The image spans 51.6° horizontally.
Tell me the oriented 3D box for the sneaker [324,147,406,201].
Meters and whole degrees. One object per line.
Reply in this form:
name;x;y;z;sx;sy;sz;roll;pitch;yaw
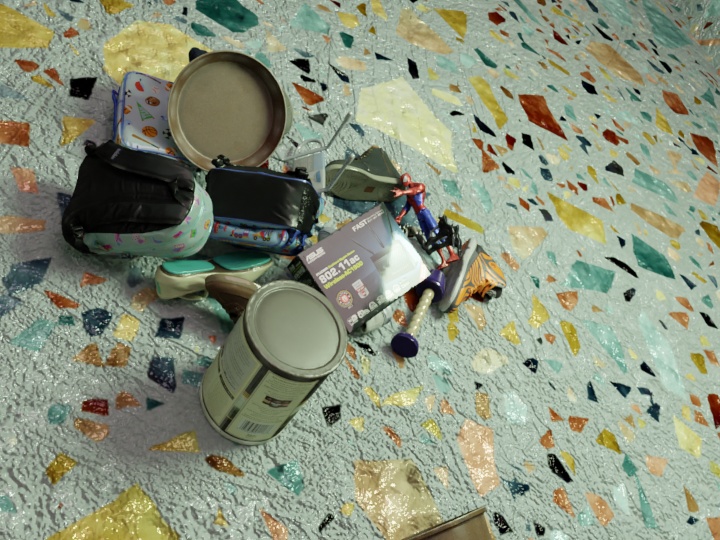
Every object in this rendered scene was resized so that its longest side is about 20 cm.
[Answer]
sneaker;-0.006;-0.200;1.487;0.198;0.075;0.107;9;45;-40

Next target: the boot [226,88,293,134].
boot;-0.195;-0.293;1.369;0.072;0.184;0.200;23;45;22

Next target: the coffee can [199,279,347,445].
coffee can;-0.125;0.130;1.028;0.144;0.200;0.148;18;46;-20

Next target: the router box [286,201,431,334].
router box;0.000;0.000;1.229;0.199;0.062;0.151;-34;86;-30

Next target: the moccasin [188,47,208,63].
moccasin;-0.257;-0.341;1.347;0.080;0.200;0.068;-41;76;-13

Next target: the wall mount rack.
wall mount rack;-0.081;-0.203;1.370;0.075;0.171;0.202;59;21;-48

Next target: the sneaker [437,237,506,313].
sneaker;0.224;0.029;1.440;0.112;0.078;0.201;38;48;-7

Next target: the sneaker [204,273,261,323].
sneaker;-0.154;0.074;1.127;0.199;0.070;0.077;30;62;-30

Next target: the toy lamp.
toy lamp;0.109;0.071;1.343;0.058;0.058;0.201;36;44;-3

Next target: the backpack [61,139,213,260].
backpack;-0.318;-0.094;1.096;0.197;0.127;0.170;3;71;11

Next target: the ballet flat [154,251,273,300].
ballet flat;-0.228;0.011;1.161;0.198;0.070;0.070;-7;59;-38

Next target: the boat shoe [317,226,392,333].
boat shoe;-0.033;0.022;1.285;0.085;0.075;0.203;-27;80;-31

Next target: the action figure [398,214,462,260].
action figure;0.081;-0.042;1.361;0.119;0.197;0.104;42;45;-65

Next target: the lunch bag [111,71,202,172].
lunch bag;-0.353;-0.250;1.286;0.158;0.076;0.202;9;51;-25

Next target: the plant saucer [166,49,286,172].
plant saucer;-0.222;-0.261;1.238;0.198;0.203;0.034;15;11;-23

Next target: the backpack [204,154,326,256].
backpack;-0.151;-0.097;1.232;0.180;0.200;0.137;9;87;10

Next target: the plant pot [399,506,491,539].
plant pot;0.107;0.435;0.950;0.198;0.200;0.201;-6;66;-37

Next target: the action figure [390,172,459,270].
action figure;0.107;-0.095;1.451;0.098;0.065;0.203;-16;78;-31
